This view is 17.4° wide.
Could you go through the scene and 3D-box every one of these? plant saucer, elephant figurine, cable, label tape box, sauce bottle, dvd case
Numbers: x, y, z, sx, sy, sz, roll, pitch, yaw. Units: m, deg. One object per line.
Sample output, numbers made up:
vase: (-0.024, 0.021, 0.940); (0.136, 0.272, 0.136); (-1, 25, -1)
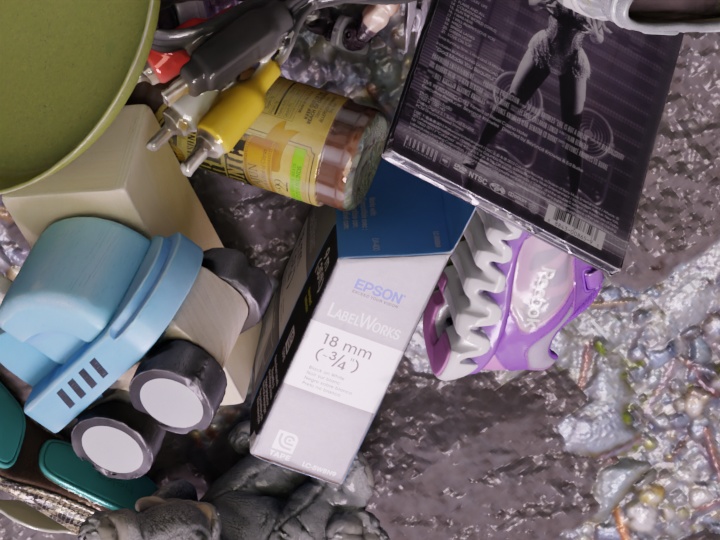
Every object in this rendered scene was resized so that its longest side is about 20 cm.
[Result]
plant saucer: (-0.177, -0.133, 1.276); (0.200, 0.200, 0.031); (-46, 143, 18)
elephant figurine: (-0.094, 0.173, 1.415); (0.200, 0.141, 0.156); (-27, 106, -33)
cable: (-0.044, -0.139, 1.275); (0.200, 0.097, 0.050); (-34, 159, -13)
label tape box: (0.000, 0.000, 1.362); (0.063, 0.144, 0.200); (20, 113, -11)
sauce bottle: (-0.087, -0.089, 1.330); (0.199, 0.065, 0.065); (17, 117, 14)
dvd case: (0.103, -0.115, 1.300); (0.148, 0.201, 0.016); (26, 153, -17)

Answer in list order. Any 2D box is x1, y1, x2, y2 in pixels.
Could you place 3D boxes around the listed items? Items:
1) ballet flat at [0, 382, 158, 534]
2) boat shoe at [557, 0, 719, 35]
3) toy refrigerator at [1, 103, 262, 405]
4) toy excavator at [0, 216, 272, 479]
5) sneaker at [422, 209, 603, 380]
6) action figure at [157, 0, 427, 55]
ballet flat: (-0.216, 0.120, 1.458); (0.200, 0.068, 0.075); (36, 126, -21)
boat shoe: (0.200, -0.162, 1.300); (0.201, 0.065, 0.075); (-6, 124, -34)
toy refrigerator: (-0.126, -0.007, 1.350); (0.076, 0.070, 0.200); (-4, 141, 19)
toy excavator: (-0.178, 0.020, 1.278); (0.200, 0.100, 0.194); (38, 135, -13)
sneaker: (0.108, -0.018, 1.401); (0.088, 0.081, 0.201); (11, 121, -16)
action figure: (-0.037, -0.177, 1.316); (0.199, 0.069, 0.131); (-6, 110, -4)
